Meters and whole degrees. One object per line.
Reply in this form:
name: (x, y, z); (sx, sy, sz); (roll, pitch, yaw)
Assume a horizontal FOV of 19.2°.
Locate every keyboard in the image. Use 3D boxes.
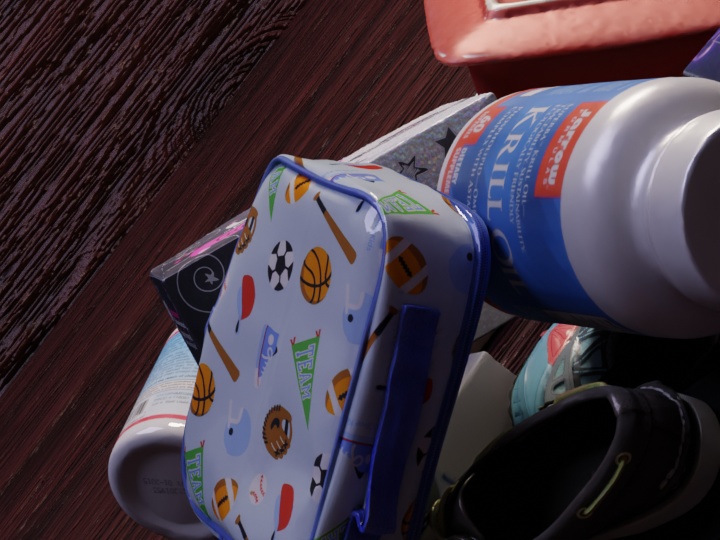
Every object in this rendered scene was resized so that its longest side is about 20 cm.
keyboard: (0.134, 0.083, 0.950); (0.200, 0.021, 0.127); (-42, 43, 31)

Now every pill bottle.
pill bottle: (0.122, -0.028, 0.931); (0.112, 0.112, 0.200); (-54, 20, -13)
pill bottle: (-0.108, 0.101, 1.589); (0.109, 0.109, 0.200); (-42, 16, 34)

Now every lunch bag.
lunch bag: (-0.012, 0.052, 0.987); (0.160, 0.075, 0.200); (28, 107, 58)

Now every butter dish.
butter dish: (0.145, -0.111, 1.267); (0.200, 0.148, 0.199); (-8, 21, 2)

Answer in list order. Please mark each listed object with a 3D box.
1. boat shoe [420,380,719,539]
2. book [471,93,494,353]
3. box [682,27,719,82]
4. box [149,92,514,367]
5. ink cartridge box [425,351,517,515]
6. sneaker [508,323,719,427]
boat shoe: (0.068, 0.106, 0.953); (0.201, 0.061, 0.072); (-39, 46, 36)
book: (0.075, -0.034, 1.396); (0.200, 0.048, 0.134); (-55, 33, -5)
box: (0.262, -0.123, 0.960); (0.200, 0.104, 0.148); (-50, 14, 2)
box: (0.000, 0.000, 1.143); (0.200, 0.115, 0.132); (-31, 5, -7)
ink cartridge box: (0.014, 0.148, 1.109); (0.200, 0.086, 0.146); (-56, 14, -18)
sneaker: (0.153, 0.014, 1.062); (0.095, 0.079, 0.200); (-15, 45, 53)
